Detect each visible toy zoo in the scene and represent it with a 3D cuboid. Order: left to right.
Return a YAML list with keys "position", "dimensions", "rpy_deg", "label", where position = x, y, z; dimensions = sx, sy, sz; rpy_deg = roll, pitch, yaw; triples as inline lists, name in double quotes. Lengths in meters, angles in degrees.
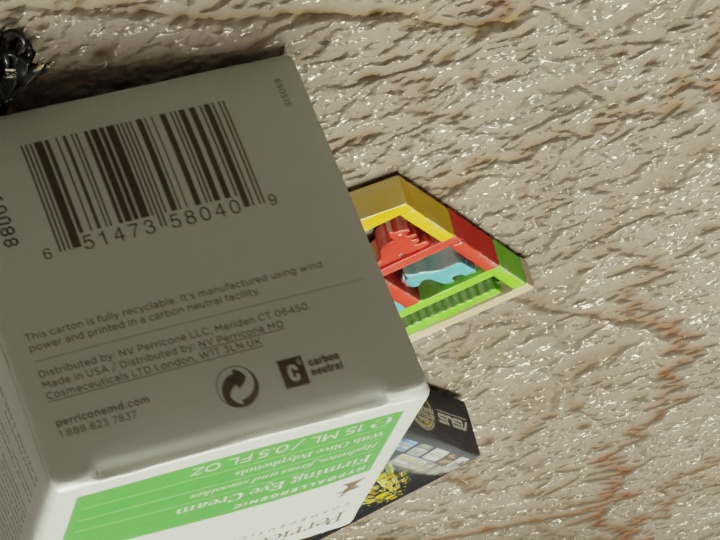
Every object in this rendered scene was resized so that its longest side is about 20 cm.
- position: [0.000, 0.000, 1.649]
  dimensions: [0.131, 0.020, 0.200]
  rpy_deg: [-25, 154, 20]
  label: "toy zoo"

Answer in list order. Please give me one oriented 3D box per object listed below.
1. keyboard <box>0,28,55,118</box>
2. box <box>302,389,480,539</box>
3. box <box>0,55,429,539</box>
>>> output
- position: [-0.222, -0.075, 1.374]
  dimensions: [0.127, 0.021, 0.200]
  rpy_deg: [-1, 152, -25]
  label: "keyboard"
- position: [-0.044, 0.115, 1.830]
  dimensions: [0.161, 0.049, 0.200]
  rpy_deg: [-31, 150, 25]
  label: "box"
- position: [-0.105, 0.033, 1.427]
  dimensions: [0.199, 0.200, 0.171]
  rpy_deg: [-14, 158, -21]
  label: "box"
